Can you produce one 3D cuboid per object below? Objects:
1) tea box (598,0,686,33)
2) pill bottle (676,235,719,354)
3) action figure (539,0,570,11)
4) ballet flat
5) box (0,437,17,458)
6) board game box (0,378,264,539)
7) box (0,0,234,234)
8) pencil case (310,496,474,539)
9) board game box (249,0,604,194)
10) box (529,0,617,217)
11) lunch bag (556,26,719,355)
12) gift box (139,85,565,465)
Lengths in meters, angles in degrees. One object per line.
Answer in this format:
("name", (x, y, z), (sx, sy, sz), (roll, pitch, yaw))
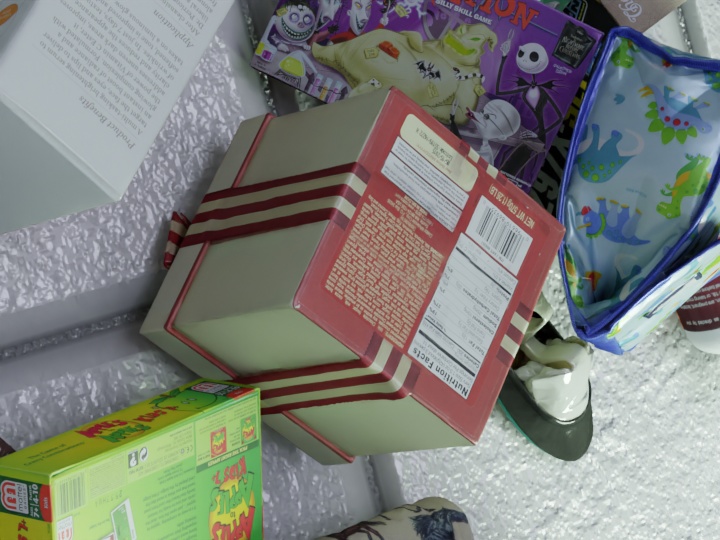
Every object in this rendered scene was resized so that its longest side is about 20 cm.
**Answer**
("tea box", (0.166, -0.294, 1.786), (0.200, 0.133, 0.197), (50, 14, -21))
("pill bottle", (0.268, -0.014, 1.887), (0.113, 0.113, 0.201), (-30, 101, -38))
("action figure", (0.038, -0.216, 1.743), (0.200, 0.055, 0.118), (40, 69, 8))
("ballet flat", (0.111, 0.051, 1.778), (0.200, 0.068, 0.068), (52, 54, -20))
("box", (-0.291, 0.089, 1.449), (0.200, 0.075, 0.100), (44, 57, -26))
("board game box", (-0.133, 0.137, 1.533), (0.200, 0.047, 0.102), (-20, 114, -54))
("box", (-0.172, -0.136, 1.532), (0.106, 0.152, 0.200), (42, 60, -26))
("pencil case", (-0.012, 0.201, 1.646), (0.199, 0.089, 0.078), (-14, 71, -40))
("board game box", (0.042, -0.142, 1.694), (0.199, 0.032, 0.120), (25, 90, 1))
("box", (0.091, -0.127, 1.809), (0.159, 0.049, 0.201), (34, 62, -31))
("lunch bag", (0.191, -0.043, 1.738), (0.170, 0.127, 0.201), (21, 90, -77))
("gift box", (0.000, 0.000, 1.622), (0.184, 0.186, 0.200), (43, 60, -25))
